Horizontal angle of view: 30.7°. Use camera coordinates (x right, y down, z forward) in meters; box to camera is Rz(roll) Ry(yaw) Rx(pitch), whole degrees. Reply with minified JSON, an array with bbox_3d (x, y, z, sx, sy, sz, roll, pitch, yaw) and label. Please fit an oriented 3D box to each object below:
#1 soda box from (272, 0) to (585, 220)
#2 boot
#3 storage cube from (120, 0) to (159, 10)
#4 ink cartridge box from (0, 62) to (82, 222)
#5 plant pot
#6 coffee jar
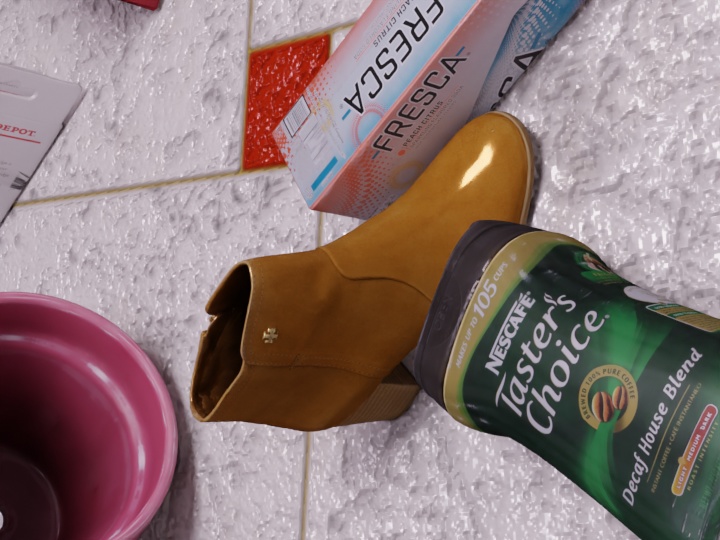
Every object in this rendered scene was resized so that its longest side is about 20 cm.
[{"bbox_3d":[0.038,-0.115,0.712,0.200,0.068,0.064,-49,53,31],"label":"soda box"},{"bbox_3d":[-0.001,0.000,0.680,0.071,0.144,0.202,41,113,41],"label":"boot"},{"bbox_3d":[-0.232,-0.313,0.947,0.200,0.179,0.172,37,110,44],"label":"storage cube"},{"bbox_3d":[-0.323,-0.109,1.057,0.200,0.115,0.067,-49,51,29],"label":"ink cartridge box"},{"bbox_3d":[-0.246,0.142,0.895,0.179,0.199,0.201,-51,49,48],"label":"plant pot"},{"bbox_3d":[0.114,0.052,0.595,0.200,0.085,0.105,30,105,45],"label":"coffee jar"}]
